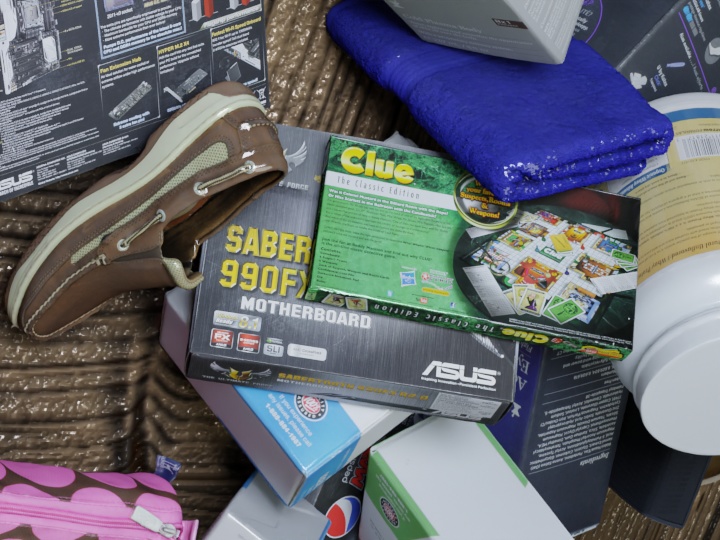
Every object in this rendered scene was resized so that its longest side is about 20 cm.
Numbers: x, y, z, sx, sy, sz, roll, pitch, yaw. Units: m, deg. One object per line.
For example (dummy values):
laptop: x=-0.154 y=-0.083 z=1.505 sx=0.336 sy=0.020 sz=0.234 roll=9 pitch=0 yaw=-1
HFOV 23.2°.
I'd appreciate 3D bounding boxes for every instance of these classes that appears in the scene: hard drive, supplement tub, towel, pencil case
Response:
hard drive: x=0.189 y=0.083 z=1.303 sx=0.042 sy=0.200 sz=0.136 roll=-5 pitch=127 yaw=-29
supplement tub: x=0.222 y=0.001 z=1.131 sx=0.143 sy=0.202 sz=0.146 roll=-3 pitch=138 yaw=-2
towel: x=0.085 y=-0.115 z=1.111 sx=0.146 sy=0.200 sz=0.050 roll=-17 pitch=135 yaw=-30
pencil case: x=-0.199 y=0.154 z=1.081 sx=0.199 sy=0.093 sz=0.092 roll=12 pitch=87 yaw=-45

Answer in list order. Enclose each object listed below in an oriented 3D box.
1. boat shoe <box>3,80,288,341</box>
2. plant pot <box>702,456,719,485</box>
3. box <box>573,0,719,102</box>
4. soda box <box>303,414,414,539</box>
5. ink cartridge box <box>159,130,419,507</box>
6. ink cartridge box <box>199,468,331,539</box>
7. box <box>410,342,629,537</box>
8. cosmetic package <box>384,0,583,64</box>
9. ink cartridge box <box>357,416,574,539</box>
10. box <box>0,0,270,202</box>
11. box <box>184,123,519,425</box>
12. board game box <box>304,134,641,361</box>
boat shoe: x=-0.124 y=-0.018 z=1.022 sx=0.202 sy=0.075 sz=0.075 roll=-43 pitch=158 yaw=17
plant pot: x=0.293 y=0.057 z=1.425 sx=0.199 sy=0.185 sz=0.189 roll=-18 pitch=125 yaw=-49
box: x=0.206 y=-0.182 z=1.235 sx=0.200 sy=0.122 sz=0.106 roll=-46 pitch=136 yaw=-11
soda box: x=-0.020 y=0.125 z=1.241 sx=0.063 sy=0.071 sz=0.202 roll=14 pitch=103 yaw=-46
ink cartridge box: x=-0.009 y=0.030 z=1.136 sx=0.199 sy=0.145 sz=0.084 roll=-36 pitch=167 yaw=-21
ink cartridge box: x=-0.109 y=0.238 z=1.166 sx=0.201 sy=0.068 sz=0.116 roll=-53 pitch=179 yaw=12
box: x=0.109 y=0.081 z=1.278 sx=0.103 sy=0.148 sz=0.202 roll=-11 pitch=119 yaw=-37
cosmetic package: x=0.049 y=-0.198 z=0.992 sx=0.200 sy=0.106 sz=0.091 roll=28 pitch=79 yaw=-57
ink cartridge box: x=0.068 y=0.212 z=1.200 sx=0.084 sy=0.146 sz=0.201 roll=-25 pitch=148 yaw=-22
box: x=-0.147 y=-0.142 z=0.995 sx=0.199 sy=0.050 sz=0.159 roll=-23 pitch=126 yaw=-31
box: x=0.000 y=0.000 z=1.077 sx=0.197 sy=0.048 sz=0.160 roll=10 pitch=67 yaw=-7
board game box: x=0.070 y=-0.014 z=1.057 sx=0.023 sy=0.197 sz=0.106 roll=116 pitch=-15 yaw=-66
